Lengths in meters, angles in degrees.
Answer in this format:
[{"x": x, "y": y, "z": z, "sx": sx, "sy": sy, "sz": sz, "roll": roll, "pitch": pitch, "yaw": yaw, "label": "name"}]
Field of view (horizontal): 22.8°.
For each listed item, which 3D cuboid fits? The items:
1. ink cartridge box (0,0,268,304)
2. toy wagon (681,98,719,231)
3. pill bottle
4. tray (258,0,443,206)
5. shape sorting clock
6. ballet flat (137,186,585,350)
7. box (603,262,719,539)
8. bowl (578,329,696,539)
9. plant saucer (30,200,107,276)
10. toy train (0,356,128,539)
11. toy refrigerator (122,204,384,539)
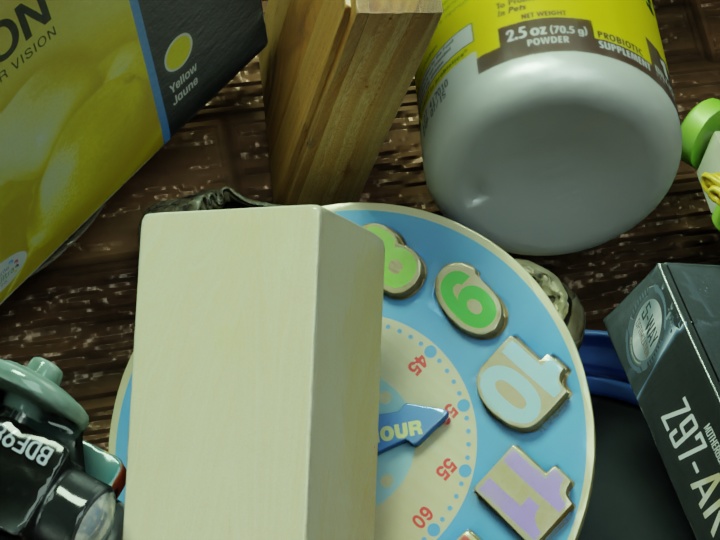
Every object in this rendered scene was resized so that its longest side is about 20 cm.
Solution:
[{"x": -0.120, "y": -0.101, "z": 0.687, "sx": 0.047, "sy": 0.201, "sz": 0.198, "roll": 34, "pitch": 65, "yaw": 23, "label": "ink cartridge box"}, {"x": 0.209, "y": -0.025, "z": 0.783, "sx": 0.199, "sy": 0.040, "sz": 0.155, "roll": -8, "pitch": 36, "yaw": -45, "label": "toy wagon"}, {"x": 0.075, "y": -0.112, "z": 0.794, "sx": 0.108, "sy": 0.110, "sz": 0.201, "roll": 5, "pitch": 47, "yaw": -10, "label": "pill bottle"}, {"x": -0.011, "y": -0.101, "z": 0.740, "sx": 0.037, "sy": 0.200, "sz": 0.100, "roll": -2, "pitch": 69, "yaw": -11, "label": "tray"}, {"x": -0.006, "y": 0.069, "z": 0.707, "sx": 0.198, "sy": 0.039, "sz": 0.202, "roll": -2, "pitch": 76, "yaw": 9, "label": "shape sorting clock"}, {"x": 0.000, "y": 0.000, "z": 0.766, "sx": 0.198, "sy": 0.047, "sz": 0.068, "roll": 14, "pitch": 47, "yaw": 7, "label": "ballet flat"}, {"x": 0.214, "y": 0.077, "z": 0.748, "sx": 0.199, "sy": 0.044, "sz": 0.161, "roll": 4, "pitch": 53, "yaw": -33, "label": "box"}, {"x": 0.097, "y": 0.122, "z": 0.749, "sx": 0.199, "sy": 0.039, "sz": 0.202, "roll": 2, "pitch": 61, "yaw": -4, "label": "bowl"}, {"x": -0.199, "y": -0.072, "z": 0.783, "sx": 0.198, "sy": 0.032, "sz": 0.202, "roll": 4, "pitch": 68, "yaw": -9, "label": "plant saucer"}, {"x": -0.173, "y": 0.061, "z": 0.671, "sx": 0.199, "sy": 0.114, "sz": 0.086, "roll": 23, "pitch": 71, "yaw": 16, "label": "toy train"}, {"x": -0.038, "y": 0.083, "z": 0.658, "sx": 0.075, "sy": 0.070, "sz": 0.202, "roll": -3, "pitch": 78, "yaw": 23, "label": "toy refrigerator"}]
